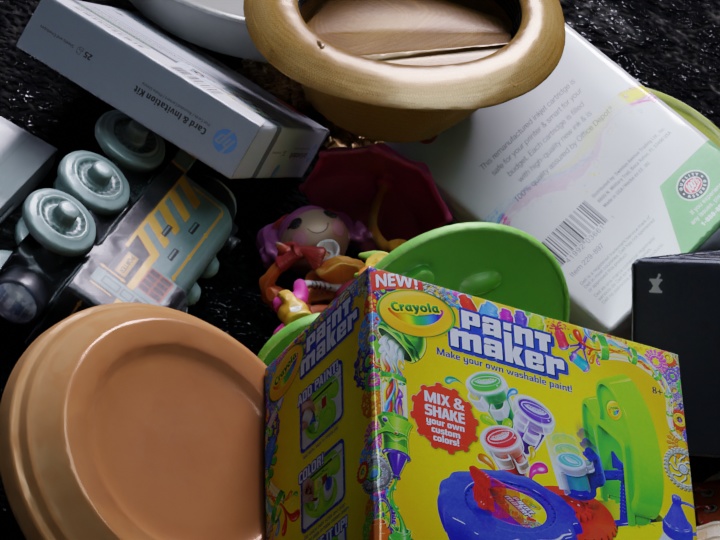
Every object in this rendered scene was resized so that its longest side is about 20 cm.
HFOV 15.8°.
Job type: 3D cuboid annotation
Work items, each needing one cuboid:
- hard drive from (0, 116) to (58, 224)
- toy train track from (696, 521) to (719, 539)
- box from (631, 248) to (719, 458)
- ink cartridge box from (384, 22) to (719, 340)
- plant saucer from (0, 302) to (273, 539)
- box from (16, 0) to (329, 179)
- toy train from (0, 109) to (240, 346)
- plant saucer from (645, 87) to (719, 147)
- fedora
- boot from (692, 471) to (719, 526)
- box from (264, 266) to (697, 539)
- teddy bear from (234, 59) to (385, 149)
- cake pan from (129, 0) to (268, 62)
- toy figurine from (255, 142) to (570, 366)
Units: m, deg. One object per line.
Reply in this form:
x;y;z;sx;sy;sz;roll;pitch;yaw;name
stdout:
-0.298;-0.085;1.553;0.200;0.027;0.132;30;37;4;hard drive
0.161;0.136;1.509;0.200;0.115;0.033;-78;147;-65;toy train track
0.287;0.049;1.547;0.200;0.123;0.198;2;3;28;box
0.133;-0.055;1.664;0.200;0.088;0.145;42;75;17;ink cartridge box
-0.098;0.103;1.387;0.200;0.037;0.200;19;52;-27;plant saucer
-0.112;-0.113;1.609;0.156;0.041;0.200;32;9;7;box
-0.143;-0.013;1.521;0.114;0.085;0.200;38;35;-4;toy train
0.208;-0.053;1.767;0.200;0.031;0.200;19;49;-24;plant saucer
0.025;-0.138;1.608;0.200;0.082;0.201;4;45;-4;fedora
0.213;0.174;1.514;0.107;0.075;0.200;39;30;21;boot
0.063;0.129;1.377;0.200;0.122;0.193;15;53;-25;box
-0.019;-0.156;1.768;0.145;0.067;0.200;5;41;-22;teddy bear
-0.074;-0.198;1.725;0.200;0.037;0.200;11;33;-7;cake pan
0.000;0.000;1.576;0.200;0.150;0.184;-18;36;-13;toy figurine
